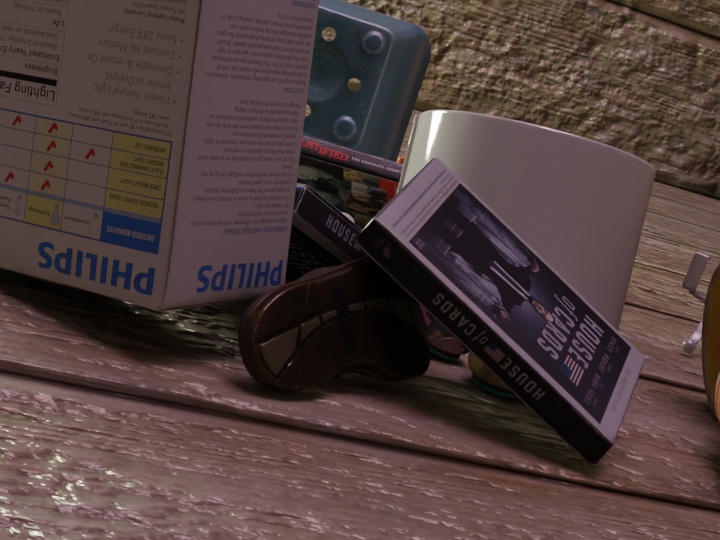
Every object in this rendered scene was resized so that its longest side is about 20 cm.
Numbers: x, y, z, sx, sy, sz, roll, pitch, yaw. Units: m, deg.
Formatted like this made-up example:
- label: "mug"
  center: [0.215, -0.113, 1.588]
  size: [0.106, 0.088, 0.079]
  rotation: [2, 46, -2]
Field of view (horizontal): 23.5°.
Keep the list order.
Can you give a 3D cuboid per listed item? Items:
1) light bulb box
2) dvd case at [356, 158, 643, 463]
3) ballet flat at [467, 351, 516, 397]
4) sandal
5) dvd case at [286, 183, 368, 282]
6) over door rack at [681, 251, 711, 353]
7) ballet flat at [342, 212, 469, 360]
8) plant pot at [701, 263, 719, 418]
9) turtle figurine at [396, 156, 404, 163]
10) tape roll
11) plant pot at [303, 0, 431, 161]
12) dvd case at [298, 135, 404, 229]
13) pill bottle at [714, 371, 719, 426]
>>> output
- label: "light bulb box"
  center: [-0.144, -0.095, 1.039]
  size: [0.197, 0.201, 0.125]
  rotation: [13, 9, 32]
- label: "dvd case"
  center: [0.095, 0.021, 1.115]
  size: [0.200, 0.025, 0.150]
  rotation: [43, 25, 0]
- label: "ballet flat"
  center: [0.133, 0.051, 1.259]
  size: [0.068, 0.063, 0.200]
  rotation: [22, 10, 15]
- label: "sandal"
  center: [-0.020, 0.039, 1.066]
  size: [0.054, 0.082, 0.200]
  rotation: [-10, 2, 33]
- label: "dvd case"
  center: [-0.076, -0.028, 1.165]
  size: [0.199, 0.025, 0.150]
  rotation: [11, -17, 38]
- label: "over door rack"
  center: [0.366, 0.063, 1.567]
  size: [0.147, 0.067, 0.200]
  rotation: [23, -10, 22]
- label: "ballet flat"
  center: [0.000, 0.000, 1.266]
  size: [0.199, 0.072, 0.069]
  rotation: [21, 11, 17]
- label: "plant pot"
  center: [0.374, 0.056, 1.351]
  size: [0.188, 0.202, 0.201]
  rotation: [2, 11, -4]
- label: "turtle figurine"
  center: [0.123, -0.059, 1.849]
  size: [0.161, 0.065, 0.200]
  rotation: [21, -2, -34]
- label: "tape roll"
  center: [0.128, -0.037, 1.408]
  size: [0.202, 0.140, 0.203]
  rotation: [13, -2, 1]
- label: "plant pot"
  center: [-0.044, -0.169, 1.633]
  size: [0.195, 0.197, 0.200]
  rotation: [18, -4, -1]
- label: "dvd case"
  center: [-0.014, -0.073, 1.572]
  size: [0.199, 0.022, 0.146]
  rotation: [15, -21, 5]
- label: "pill bottle"
  center: [0.302, 0.097, 1.174]
  size: [0.112, 0.114, 0.200]
  rotation: [19, 9, 0]
